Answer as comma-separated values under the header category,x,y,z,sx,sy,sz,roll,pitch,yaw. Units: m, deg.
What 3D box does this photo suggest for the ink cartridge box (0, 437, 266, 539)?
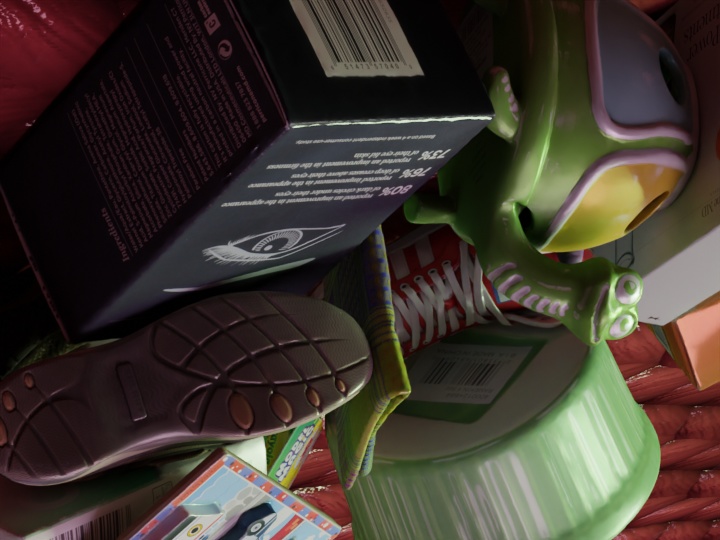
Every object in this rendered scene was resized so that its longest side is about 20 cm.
category,x,y,z,sx,sy,sz,roll,pitch,yaw
ink cartridge box,-0.174,0.096,1.380,0.161,0.200,0.050,-22,124,-40

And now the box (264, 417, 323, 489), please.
category,x,y,z,sx,sy,sz,roll,pitch,yaw
box,-0.069,0.130,1.568,0.117,0.048,0.200,-60,180,-6

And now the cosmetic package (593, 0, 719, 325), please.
category,x,y,z,sx,sy,sz,roll,pitch,yaw
cosmetic package,0.185,-0.070,1.396,0.052,0.151,0.200,8,160,-17

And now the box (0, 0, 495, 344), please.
category,x,y,z,sx,sy,sz,roll,pitch,yaw
box,-0.059,-0.061,1.286,0.148,0.104,0.200,-5,152,-46

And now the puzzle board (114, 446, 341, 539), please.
category,x,y,z,sx,sy,sz,roll,pitch,yaw
puzzle board,-0.110,0.180,1.340,0.200,0.017,0.151,-42,151,3

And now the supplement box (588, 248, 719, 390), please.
category,x,y,z,sx,sy,sz,roll,pitch,yaw
supplement box,0.178,-0.019,1.559,0.066,0.200,0.069,-28,131,-3

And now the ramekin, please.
category,x,y,z,sx,sy,sz,roll,pitch,yaw
ramekin,0.075,0.100,1.604,0.200,0.200,0.098,-25,118,-4

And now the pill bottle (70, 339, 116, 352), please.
category,x,y,z,sx,sy,sz,roll,pitch,yaw
pill bottle,-0.136,0.089,1.565,0.111,0.111,0.200,-19,160,-22

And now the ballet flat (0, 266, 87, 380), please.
category,x,y,z,sx,sy,sz,roll,pitch,yaw
ballet flat,-0.161,0.018,1.443,0.200,0.067,0.046,-30,-168,11

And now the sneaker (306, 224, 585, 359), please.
category,x,y,z,sx,sy,sz,roll,pitch,yaw
sneaker,0.050,0.020,1.579,0.200,0.071,0.112,-37,-152,-30

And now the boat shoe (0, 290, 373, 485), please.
category,x,y,z,sx,sy,sz,roll,pitch,yaw
boat shoe,-0.094,0.059,1.306,0.200,0.075,0.073,-11,172,-14

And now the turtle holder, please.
category,x,y,z,sx,sy,sz,roll,pitch,yaw
turtle holder,0.106,-0.069,1.340,0.131,0.186,0.141,10,122,-18

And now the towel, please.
category,x,y,z,sx,sy,sz,roll,pitch,yaw
towel,0.000,0.000,1.401,0.023,0.200,0.144,-1,154,-10
